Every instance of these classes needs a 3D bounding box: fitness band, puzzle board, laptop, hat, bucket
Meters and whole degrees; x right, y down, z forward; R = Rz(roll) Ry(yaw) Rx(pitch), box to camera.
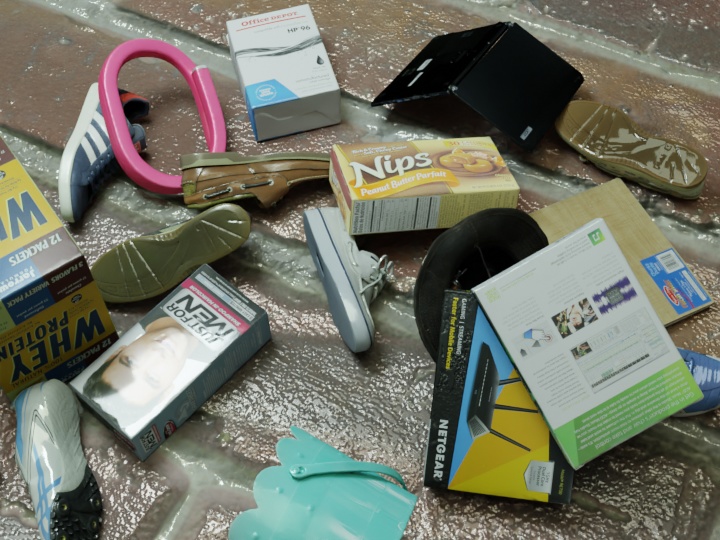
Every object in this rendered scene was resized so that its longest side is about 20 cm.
[{"bbox_3d":[-0.242,-0.191,1.315,0.144,0.037,0.200,-13,81,-32],"label":"fitness band"},{"bbox_3d":[0.291,-0.008,1.247,0.151,0.017,0.200,-22,60,-14],"label":"puzzle board"},{"bbox_3d":[0.150,-0.229,1.362,0.200,0.103,0.177,-2,36,41],"label":"laptop"},{"bbox_3d":[0.124,0.026,1.181,0.201,0.201,0.081,-42,21,-23],"label":"hat"},{"bbox_3d":[-0.044,0.255,0.976,0.135,0.207,0.207,26,61,6],"label":"bucket"}]

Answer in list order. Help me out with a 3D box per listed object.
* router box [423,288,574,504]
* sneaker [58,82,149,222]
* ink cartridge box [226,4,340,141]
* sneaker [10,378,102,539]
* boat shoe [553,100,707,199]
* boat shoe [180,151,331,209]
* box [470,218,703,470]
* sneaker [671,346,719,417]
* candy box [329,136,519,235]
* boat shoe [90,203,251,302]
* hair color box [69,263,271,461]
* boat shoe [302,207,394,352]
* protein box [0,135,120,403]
[{"bbox_3d":[0.147,0.125,1.083,0.149,0.051,0.200,6,92,5],"label":"router box"},{"bbox_3d":[-0.310,-0.144,1.317,0.084,0.075,0.200,11,62,-2],"label":"sneaker"},{"bbox_3d":[-0.106,-0.274,1.398,0.116,0.068,0.200,-14,57,-8],"label":"ink cartridge box"},{"bbox_3d":[-0.316,0.211,1.095,0.072,0.072,0.200,-29,61,24],"label":"sneaker"},{"bbox_3d":[0.327,-0.143,1.315,0.200,0.063,0.073,34,79,24],"label":"boat shoe"},{"bbox_3d":[-0.117,-0.107,1.297,0.200,0.072,0.068,-4,88,-12],"label":"boat shoe"},{"bbox_3d":[0.217,0.070,1.035,0.144,0.036,0.200,-29,89,2],"label":"box"},{"bbox_3d":[0.296,0.108,1.125,0.200,0.077,0.076,6,76,10],"label":"sneaker"},{"bbox_3d":[0.072,-0.101,1.256,0.200,0.055,0.115,-5,39,-12],"label":"candy box"},{"bbox_3d":[-0.213,-0.018,1.237,0.201,0.066,0.072,-25,88,7],"label":"boat shoe"},{"bbox_3d":[-0.202,0.096,1.163,0.099,0.061,0.200,36,65,22],"label":"hair color box"},{"bbox_3d":[0.000,0.003,1.219,0.086,0.075,0.202,-13,48,-11],"label":"boat shoe"},{"bbox_3d":[-0.377,0.003,1.145,0.135,0.199,0.200,-32,62,-18],"label":"protein box"}]
